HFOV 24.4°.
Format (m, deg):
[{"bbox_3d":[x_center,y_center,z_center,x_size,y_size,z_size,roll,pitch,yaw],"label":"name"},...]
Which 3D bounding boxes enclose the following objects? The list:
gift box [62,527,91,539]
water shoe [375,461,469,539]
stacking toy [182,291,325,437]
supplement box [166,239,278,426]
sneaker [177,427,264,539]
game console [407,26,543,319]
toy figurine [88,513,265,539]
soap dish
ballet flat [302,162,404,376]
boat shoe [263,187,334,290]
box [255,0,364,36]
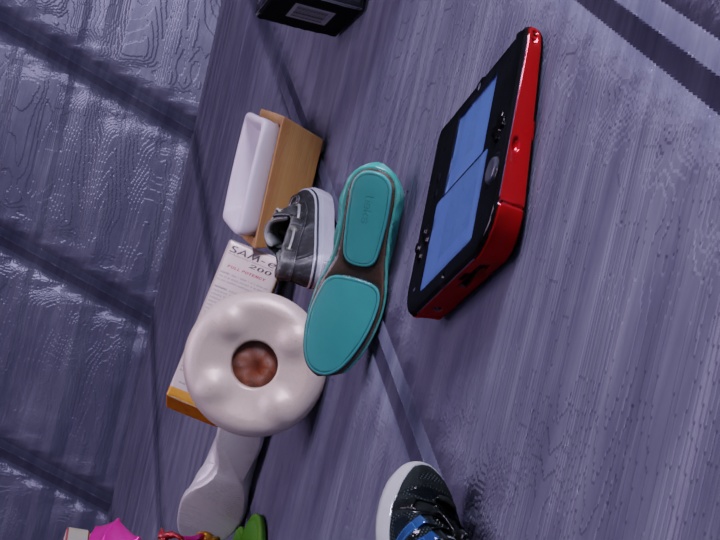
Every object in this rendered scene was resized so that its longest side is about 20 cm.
[{"bbox_3d":[-0.386,0.494,2.438,0.200,0.186,0.185,-99,25,-56],"label":"gift box"},{"bbox_3d":[0.058,0.198,1.061,0.079,0.071,0.200,-35,34,30],"label":"water shoe"},{"bbox_3d":[-0.102,0.095,1.753,0.200,0.146,0.147,16,-94,-87],"label":"stacking toy"},{"bbox_3d":[-0.162,0.077,1.985,0.126,0.073,0.201,121,171,-78],"label":"supplement box"},{"bbox_3d":[-0.154,0.231,1.960,0.089,0.075,0.200,-79,13,-67],"label":"sneaker"},{"bbox_3d":[0.083,-0.066,1.244,0.200,0.031,0.177,132,147,-65],"label":"game console"},{"bbox_3d":[-0.215,0.321,1.842,0.200,0.184,0.151,-151,74,-78],"label":"toy figurine"},{"bbox_3d":[-0.108,-0.111,2.022,0.200,0.081,0.158,-144,67,-76],"label":"soap dish"},{"bbox_3d":[0.000,0.000,1.506,0.070,0.067,0.201,-26,-48,-74],"label":"ballet flat"},{"bbox_3d":[-0.069,-0.043,1.802,0.200,0.071,0.072,-106,31,-67],"label":"boat shoe"},{"bbox_3d":[-0.043,-0.395,1.952,0.148,0.107,0.201,159,123,-76],"label":"box"}]
